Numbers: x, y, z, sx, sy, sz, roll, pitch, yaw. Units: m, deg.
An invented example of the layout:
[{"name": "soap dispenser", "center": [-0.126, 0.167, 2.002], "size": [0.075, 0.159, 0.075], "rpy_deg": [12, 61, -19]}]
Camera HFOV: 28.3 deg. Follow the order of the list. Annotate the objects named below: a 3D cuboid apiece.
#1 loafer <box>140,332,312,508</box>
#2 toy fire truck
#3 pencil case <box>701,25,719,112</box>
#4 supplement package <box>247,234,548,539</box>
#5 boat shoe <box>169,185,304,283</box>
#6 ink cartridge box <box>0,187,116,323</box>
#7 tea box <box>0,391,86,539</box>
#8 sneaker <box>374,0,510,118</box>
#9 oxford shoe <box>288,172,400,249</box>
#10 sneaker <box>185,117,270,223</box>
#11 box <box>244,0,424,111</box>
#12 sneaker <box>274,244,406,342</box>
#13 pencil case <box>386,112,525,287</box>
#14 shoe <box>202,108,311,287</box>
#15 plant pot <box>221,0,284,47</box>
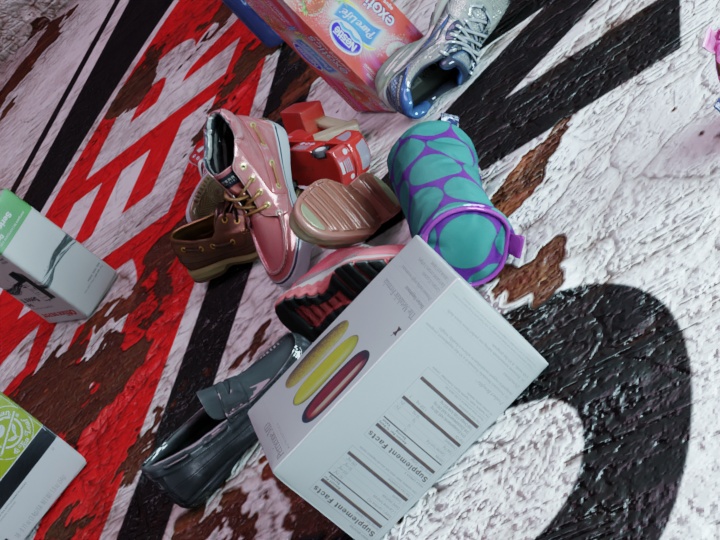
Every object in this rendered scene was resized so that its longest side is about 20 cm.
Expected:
[{"name": "loafer", "center": [-0.123, 0.133, 1.342], "size": [0.201, 0.070, 0.068], "rpy_deg": [-48, 24, -1]}, {"name": "toy fire truck", "center": [-0.047, -0.146, 1.641], "size": [0.200, 0.049, 0.141], "rpy_deg": [7, 33, 46]}, {"name": "pencil case", "center": [0.342, -0.167, 0.990], "size": [0.200, 0.094, 0.091], "rpy_deg": [-22, 34, 44]}, {"name": "supplement package", "center": [0.025, 0.093, 1.106], "size": [0.200, 0.109, 0.114], "rpy_deg": [-47, 23, 3]}, {"name": "boat shoe", "center": [-0.142, -0.050, 1.649], "size": [0.200, 0.068, 0.072], "rpy_deg": [-25, 29, 33]}, {"name": "ink cartridge box", "center": [-0.459, -0.017, 1.979], "size": [0.146, 0.200, 0.083], "rpy_deg": [-9, 47, 56]}, {"name": "tea box", "center": [-0.457, 0.226, 1.608], "size": [0.200, 0.197, 0.133], "rpy_deg": [-54, 25, -12]}, {"name": "sneaker", "center": [0.105, -0.241, 1.547], "size": [0.200, 0.077, 0.085], "rpy_deg": [-51, 33, 12]}, {"name": "oxford shoe", "center": [-0.024, -0.044, 1.388], "size": [0.074, 0.071, 0.200], "rpy_deg": [-43, -11, 22]}, {"name": "sneaker", "center": [-0.186, -0.108, 1.815], "size": [0.112, 0.071, 0.200], "rpy_deg": [-17, 30, 43]}, {"name": "box", "center": [-0.023, -0.282, 1.645], "size": [0.095, 0.200, 0.103], "rpy_deg": [-53, 25, -13]}, {"name": "sneaker", "center": [0.000, 0.000, 1.338], "size": [0.200, 0.074, 0.087], "rpy_deg": [-19, 32, 45]}, {"name": "pencil case", "center": [0.081, -0.065, 1.283], "size": [0.200, 0.092, 0.085], "rpy_deg": [-103, 20, -61]}, {"name": "shoe", "center": [-0.116, -0.079, 1.529], "size": [0.071, 0.091, 0.201], "rpy_deg": [-30, 61, 37]}, {"name": "plant pot", "center": [-0.097, -0.466, 2.067], "size": [0.179, 0.200, 0.200], "rpy_deg": [-1, 50, 51]}]
